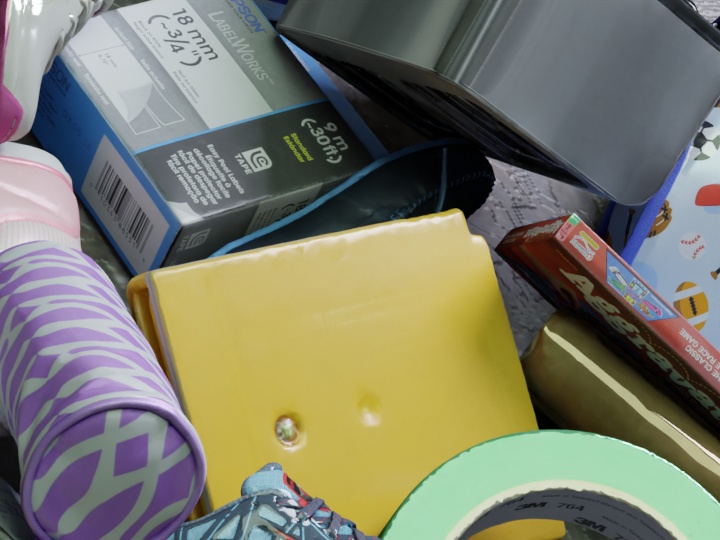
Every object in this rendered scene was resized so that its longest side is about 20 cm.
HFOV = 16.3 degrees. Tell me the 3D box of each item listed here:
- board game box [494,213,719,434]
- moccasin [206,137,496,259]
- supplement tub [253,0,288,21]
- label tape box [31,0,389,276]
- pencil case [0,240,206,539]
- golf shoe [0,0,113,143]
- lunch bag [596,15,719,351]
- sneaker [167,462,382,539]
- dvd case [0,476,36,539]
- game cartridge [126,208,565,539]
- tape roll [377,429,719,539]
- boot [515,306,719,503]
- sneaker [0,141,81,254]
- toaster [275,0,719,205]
[{"bbox_3d":[0.159,0.048,1.292,0.200,0.103,0.019,43,77,-8],"label":"board game box"},{"bbox_3d":[0.000,0.000,1.308,0.200,0.081,0.068,-32,60,-28],"label":"moccasin"},{"bbox_3d":[-0.022,-0.256,1.431,0.145,0.200,0.146,14,46,-15],"label":"supplement tub"},{"bbox_3d":[-0.064,-0.082,1.349,0.200,0.063,0.144,-19,61,-38],"label":"label tape box"},{"bbox_3d":[-0.129,0.055,1.104,0.084,0.085,0.200,48,0,-26],"label":"pencil case"},{"bbox_3d":[-0.156,-0.148,1.271,0.091,0.075,0.201,16,56,-24],"label":"golf shoe"},{"bbox_3d":[0.224,-0.017,1.396,0.170,0.124,0.201,26,71,-6],"label":"lunch bag"},{"bbox_3d":[-0.025,0.127,1.094,0.199,0.079,0.096,0,67,-1],"label":"sneaker"},{"bbox_3d":[-0.205,0.064,1.101,0.200,0.143,0.018,43,86,11],"label":"dvd case"},{"bbox_3d":[-0.004,0.070,1.217,0.199,0.032,0.177,-11,84,-37],"label":"game cartridge"},{"bbox_3d":[0.094,0.175,1.162,0.200,0.048,0.201,5,66,-11],"label":"tape roll"},{"bbox_3d":[0.162,0.096,1.253,0.200,0.175,0.066,41,78,8],"label":"boot"},{"bbox_3d":[-0.221,-0.015,1.197,0.200,0.075,0.105,5,43,-29],"label":"sneaker"},{"bbox_3d":[0.073,-0.132,1.332,0.200,0.119,0.181,33,-7,-39],"label":"toaster"}]
